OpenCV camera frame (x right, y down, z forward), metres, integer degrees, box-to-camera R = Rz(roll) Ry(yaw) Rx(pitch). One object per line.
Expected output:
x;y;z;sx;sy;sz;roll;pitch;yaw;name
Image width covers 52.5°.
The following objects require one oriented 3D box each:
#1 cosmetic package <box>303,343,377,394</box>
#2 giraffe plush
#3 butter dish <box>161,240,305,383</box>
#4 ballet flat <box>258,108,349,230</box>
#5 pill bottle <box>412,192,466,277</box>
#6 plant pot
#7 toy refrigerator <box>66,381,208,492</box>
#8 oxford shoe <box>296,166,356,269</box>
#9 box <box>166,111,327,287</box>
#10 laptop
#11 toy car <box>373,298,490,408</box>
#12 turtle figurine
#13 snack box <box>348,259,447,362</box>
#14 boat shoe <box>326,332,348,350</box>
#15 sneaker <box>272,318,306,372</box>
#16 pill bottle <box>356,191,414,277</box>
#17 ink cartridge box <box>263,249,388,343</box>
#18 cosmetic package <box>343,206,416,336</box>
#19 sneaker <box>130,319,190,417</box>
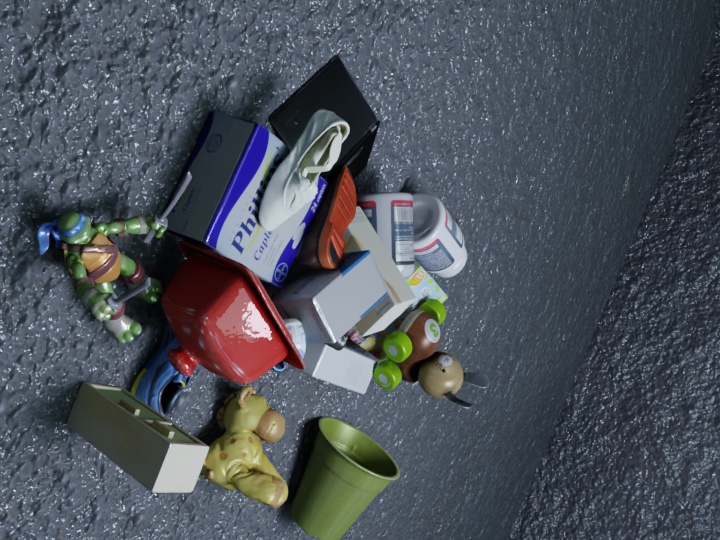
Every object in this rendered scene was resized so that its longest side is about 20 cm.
-0.060;0.169;1.385;0.199;0.100;0.073;33;81;-55;cosmetic package
-0.194;0.288;1.239;0.197;0.171;0.166;30;68;-22;giraffe plush
-0.202;0.082;1.007;0.148;0.198;0.202;-43;127;-24;butter dish
-0.077;-0.143;1.046;0.203;0.068;0.070;-62;146;-15;ballet flat
0.153;-0.066;1.544;0.122;0.118;0.200;-62;146;-11;pill bottle
-0.049;0.439;1.493;0.193;0.199;0.199;-58;147;7;plant pot
-0.299;0.217;0.974;0.075;0.197;0.072;26;87;-55;toy refrigerator
-0.056;-0.089;1.181;0.072;0.071;0.203;61;34;-41;oxford shoe
-0.167;-0.100;1.087;0.199;0.103;0.188;34;78;-55;box
-0.064;-0.218;1.262;0.188;0.115;0.201;-48;169;-28;laptop
0.154;0.186;1.429;0.163;0.198;0.160;-36;152;-44;toy car
-0.285;0.006;0.912;0.194;0.147;0.196;-11;148;-6;turtle figurine
0.068;0.077;1.497;0.200;0.068;0.168;-47;145;2;snack box
-0.044;0.067;1.320;0.056;0.068;0.202;42;31;-20;boat shoe
-0.153;0.129;1.161;0.070;0.198;0.075;3;73;-35;sneaker
0.043;-0.040;1.366;0.118;0.117;0.207;-3;93;-54;pill bottle
-0.075;0.043;1.197;0.144;0.197;0.086;-39;112;-35;ink cartridge box
0.000;0.000;1.281;0.070;0.202;0.105;-11;153;-51;cosmetic package
-0.265;0.124;1.088;0.066;0.077;0.204;42;70;-52;sneaker
